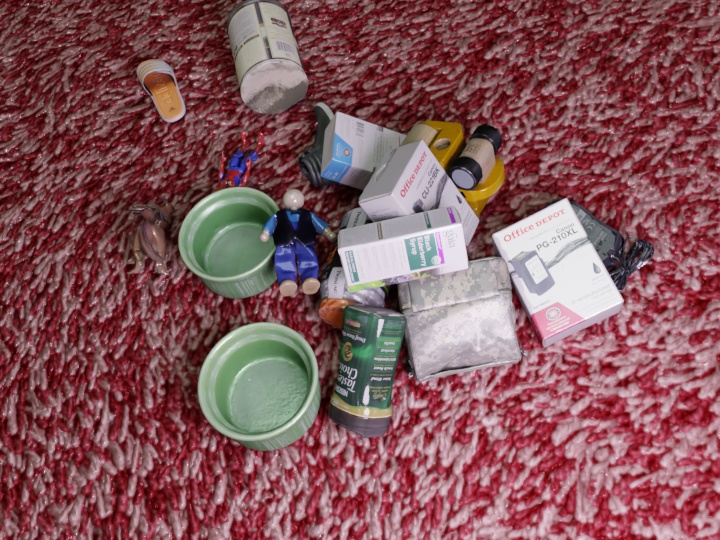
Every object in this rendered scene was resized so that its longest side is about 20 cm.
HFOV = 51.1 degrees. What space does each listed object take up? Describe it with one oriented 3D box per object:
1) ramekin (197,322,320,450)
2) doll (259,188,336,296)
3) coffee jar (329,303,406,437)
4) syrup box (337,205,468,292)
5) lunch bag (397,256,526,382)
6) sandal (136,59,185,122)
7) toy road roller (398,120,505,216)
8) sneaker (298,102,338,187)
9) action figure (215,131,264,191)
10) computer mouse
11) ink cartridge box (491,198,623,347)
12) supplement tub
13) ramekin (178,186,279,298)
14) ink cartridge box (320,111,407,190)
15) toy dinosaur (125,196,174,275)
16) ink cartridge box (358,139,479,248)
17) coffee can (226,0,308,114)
[{"bbox_3d":[-0.160,0.198,1.250,0.197,0.098,0.202,-4,59,7],"label":"ramekin"},{"bbox_3d":[-0.109,-0.055,1.326,0.134,0.049,0.202,-5,61,-6],"label":"doll"},{"bbox_3d":[0.009,0.160,1.208,0.104,0.085,0.203,12,95,51],"label":"coffee jar"},{"bbox_3d":[0.068,-0.035,1.206,0.197,0.080,0.082,-11,25,5],"label":"syrup box"},{"bbox_3d":[0.162,0.087,1.247,0.197,0.139,0.170,-11,72,6],"label":"lunch bag"},{"bbox_3d":[-0.446,-0.419,1.681,0.079,0.059,0.208,-29,60,-8],"label":"sandal"},{"bbox_3d":[0.171,-0.183,1.403,0.198,0.147,0.123,15,55,31],"label":"toy road roller"},{"bbox_3d":[-0.087,-0.253,1.520,0.098,0.071,0.202,-17,63,-7],"label":"sneaker"},{"bbox_3d":[-0.248,-0.205,1.513,0.064,0.052,0.202,8,52,8],"label":"action figure"},{"bbox_3d":[0.400,-0.043,1.335,0.200,0.053,0.139,42,86,20],"label":"computer mouse"},{"bbox_3d":[0.327,0.003,1.266,0.143,0.084,0.202,-26,70,7],"label":"ink cartridge box"},{"bbox_3d":[0.000,0.000,1.332,0.121,0.123,0.202,10,62,15],"label":"supplement tub"},{"bbox_3d":[-0.231,-0.046,1.410,0.197,0.098,0.202,-4,60,7],"label":"ramekin"},{"bbox_3d":[0.028,-0.214,1.454,0.198,0.067,0.117,16,58,-20],"label":"ink cartridge box"},{"bbox_3d":[-0.397,-0.067,1.422,0.085,0.200,0.138,5,99,-15],"label":"toy dinosaur"},{"bbox_3d":[0.105,-0.102,1.312,0.083,0.200,0.145,-12,38,44],"label":"ink cartridge box"},{"bbox_3d":[-0.202,-0.459,1.614,0.144,0.147,0.202,-16,59,0],"label":"coffee can"}]
